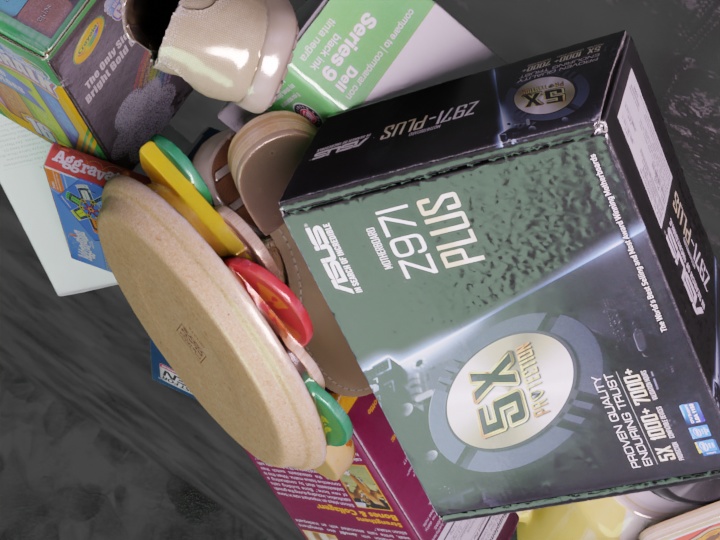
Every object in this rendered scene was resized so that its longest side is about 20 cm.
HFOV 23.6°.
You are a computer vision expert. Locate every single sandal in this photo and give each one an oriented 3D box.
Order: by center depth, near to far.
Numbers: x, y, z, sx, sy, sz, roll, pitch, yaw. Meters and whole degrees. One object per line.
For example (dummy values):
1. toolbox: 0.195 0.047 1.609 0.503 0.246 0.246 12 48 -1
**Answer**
1. sandal: -0.023 -0.022 0.945 0.212 0.077 0.070 66 179 -47

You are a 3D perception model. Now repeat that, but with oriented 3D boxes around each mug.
1. mug: 0.173 0.162 1.167 0.153 0.185 0.150 97 151 -64

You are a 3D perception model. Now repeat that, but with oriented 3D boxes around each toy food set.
1. toy food set: -0.073 0.027 0.939 0.200 0.049 0.198 49 162 17

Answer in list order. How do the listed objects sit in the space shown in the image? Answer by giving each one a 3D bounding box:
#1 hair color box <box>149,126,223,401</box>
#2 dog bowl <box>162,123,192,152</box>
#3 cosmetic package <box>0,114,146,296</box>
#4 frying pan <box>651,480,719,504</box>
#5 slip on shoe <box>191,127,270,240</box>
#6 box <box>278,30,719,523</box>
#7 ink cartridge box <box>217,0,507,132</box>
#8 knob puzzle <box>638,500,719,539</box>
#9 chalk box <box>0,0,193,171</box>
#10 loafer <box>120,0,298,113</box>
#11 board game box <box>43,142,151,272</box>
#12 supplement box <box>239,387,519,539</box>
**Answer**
1. hair color box: -0.114 0.000 1.306 0.060 0.100 0.201 22 142 15
2. dog bowl: -0.198 -0.073 1.437 0.199 0.079 0.200 34 165 11
3. cosmetic package: -0.216 -0.093 1.242 0.071 0.102 0.201 -12 125 14
4. frying pan: 0.214 0.129 1.051 0.031 0.114 0.191 -101 4 -47
5. slip on shoe: -0.064 -0.052 1.042 0.077 0.060 0.200 62 -158 -7
6. box: 0.081 0.009 0.825 0.162 0.086 0.201 -12 120 26
7. ink cartridge box: 0.037 -0.064 0.934 0.200 0.084 0.146 39 164 -10
8. knob puzzle: 0.250 0.189 1.097 0.220 0.218 0.031 59 -166 -55
9. chalk box: -0.180 -0.169 1.025 0.123 0.125 0.200 29 163 21
10. loafer: -0.090 -0.148 0.883 0.068 0.076 0.200 15 -160 -29
11. board game box: -0.148 -0.026 1.131 0.102 0.020 0.200 19 164 1
12. supplement box: 0.006 0.121 1.104 0.110 0.086 0.201 2 135 40
